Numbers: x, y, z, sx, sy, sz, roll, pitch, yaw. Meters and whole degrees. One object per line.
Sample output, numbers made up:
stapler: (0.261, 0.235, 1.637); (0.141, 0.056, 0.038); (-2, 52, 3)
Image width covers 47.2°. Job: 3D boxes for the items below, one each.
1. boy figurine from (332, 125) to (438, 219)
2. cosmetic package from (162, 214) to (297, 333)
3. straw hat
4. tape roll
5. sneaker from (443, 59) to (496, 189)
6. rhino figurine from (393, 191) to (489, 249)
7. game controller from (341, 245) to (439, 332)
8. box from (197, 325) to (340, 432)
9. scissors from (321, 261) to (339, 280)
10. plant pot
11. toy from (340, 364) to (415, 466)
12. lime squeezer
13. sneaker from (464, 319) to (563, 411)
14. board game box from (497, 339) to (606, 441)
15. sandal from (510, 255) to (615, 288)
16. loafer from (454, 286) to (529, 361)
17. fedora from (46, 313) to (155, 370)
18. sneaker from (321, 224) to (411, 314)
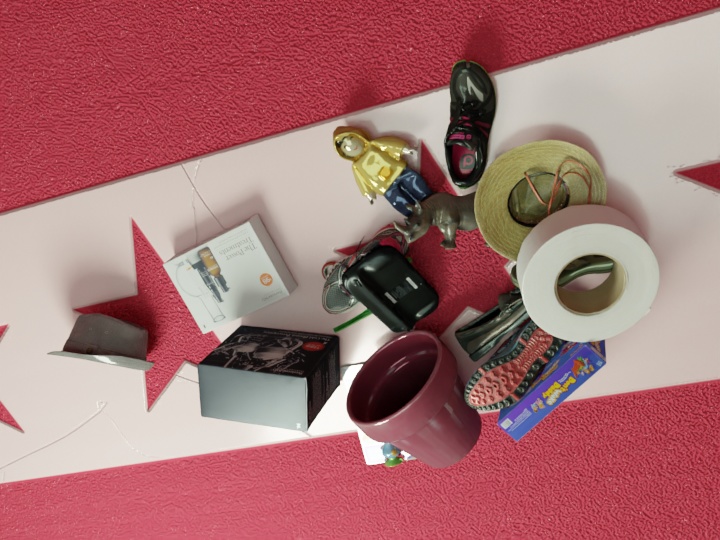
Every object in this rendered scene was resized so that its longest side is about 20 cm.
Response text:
boy figurine: (0.038, -0.168, 1.339); (0.200, 0.064, 0.124); (44, 117, -6)
cosmetic package: (-0.235, 0.009, 1.487); (0.200, 0.052, 0.151); (-24, 104, 22)
straw hat: (0.274, -0.113, 1.279); (0.200, 0.085, 0.202); (1, 106, 3)
tape roll: (0.337, 0.006, 1.230); (0.202, 0.071, 0.203); (1, 118, 2)
sneaker: (0.168, -0.221, 1.270); (0.076, 0.084, 0.201); (2, 110, 15)
rhino figurine: (0.141, -0.080, 1.299); (0.199, 0.060, 0.088); (-4, 99, -22)
game controller: (0.054, 0.034, 1.361); (0.104, 0.042, 0.200); (-41, 136, 4)
box: (-0.156, 0.184, 1.452); (0.199, 0.182, 0.104); (5, 110, 15)
scissors: (0.021, -0.004, 1.431); (0.199, 0.014, 0.073); (-20, 100, 20)
plant pot: (0.105, 0.232, 1.400); (0.200, 0.200, 0.179); (-31, 118, 23)
toy: (0.037, 0.267, 1.502); (0.115, 0.047, 0.201); (-11, 106, 18)
lime squeezer: (0.039, 0.050, 1.412); (0.200, 0.071, 0.038); (-44, 76, 27)
sneaker: (0.253, 0.156, 1.357); (0.200, 0.096, 0.079); (-42, 86, 0)
board game box: (0.311, 0.171, 1.342); (0.045, 0.134, 0.200); (41, 115, -2)
sandal: (0.331, -0.023, 1.296); (0.200, 0.080, 0.057); (-17, 126, 12)
loafer: (0.236, 0.071, 1.366); (0.063, 0.072, 0.200); (45, 117, 4)
fedora: (-0.481, 0.131, 1.560); (0.199, 0.177, 0.091); (6, 81, 22)
sneaker: (0.000, 0.000, 1.390); (0.081, 0.075, 0.200); (42, 114, -1)
